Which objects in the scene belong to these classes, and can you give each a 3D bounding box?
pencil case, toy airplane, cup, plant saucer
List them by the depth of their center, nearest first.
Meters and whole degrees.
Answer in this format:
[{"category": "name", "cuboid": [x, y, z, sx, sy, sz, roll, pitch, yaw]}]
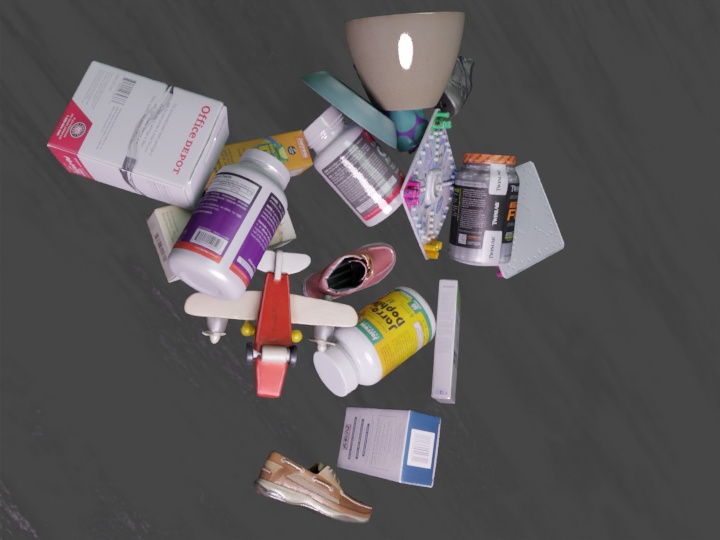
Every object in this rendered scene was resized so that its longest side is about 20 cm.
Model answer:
[{"category": "toy airplane", "cuboid": [-0.133, 0.066, 0.905, 0.200, 0.141, 0.199, 44, 64, 10]}, {"category": "cup", "cuboid": [0.076, -0.347, 1.003, 0.199, 0.200, 0.145, -17, 113, -31]}, {"category": "plant saucer", "cuboid": [-0.010, -0.281, 1.019, 0.199, 0.200, 0.036, 32, 105, -21]}, {"category": "pencil case", "cuboid": [0.068, -0.321, 1.127, 0.092, 0.085, 0.201, -32, 97, -30]}]

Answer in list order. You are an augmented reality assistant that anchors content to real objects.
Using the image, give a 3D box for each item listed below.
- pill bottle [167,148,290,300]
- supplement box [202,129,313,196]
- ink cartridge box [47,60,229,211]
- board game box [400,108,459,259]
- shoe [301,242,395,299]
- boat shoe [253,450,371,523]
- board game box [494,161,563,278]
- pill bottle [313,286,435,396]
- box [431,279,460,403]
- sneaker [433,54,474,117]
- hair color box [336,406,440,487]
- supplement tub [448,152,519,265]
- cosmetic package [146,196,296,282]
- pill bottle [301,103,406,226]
[{"category": "pill bottle", "cuboid": [-0.175, -0.066, 0.836, 0.112, 0.112, 0.201, 33, 66, -20]}, {"category": "supplement box", "cuboid": [-0.179, -0.172, 0.965, 0.199, 0.069, 0.067, -22, 92, -33]}, {"category": "ink cartridge box", "cuboid": [-0.302, -0.187, 0.843, 0.198, 0.083, 0.147, 18, 70, 1]}, {"category": "board game box", "cuboid": [0.141, -0.154, 1.099, 0.201, 0.026, 0.201, -66, 150, -25]}, {"category": "shoe", "cuboid": [0.000, 0.000, 1.020, 0.199, 0.091, 0.072, -25, 93, -31]}, {"category": "boat shoe", "cuboid": [-0.066, 0.336, 0.929, 0.199, 0.075, 0.075, 28, 65, -23]}, {"category": "board game box", "cuboid": [0.327, -0.109, 1.262, 0.199, 0.026, 0.202, -24, 93, -32]}, {"category": "pill bottle", "cuboid": [0.023, 0.119, 0.999, 0.199, 0.112, 0.114, -31, 96, -30]}, {"category": "box", "cuboid": [0.155, 0.130, 1.065, 0.036, 0.144, 0.202, 4, 75, 13]}, {"category": "sneaker", "cuboid": [0.157, -0.420, 1.205, 0.200, 0.076, 0.114, 51, 59, -16]}, {"category": "hair color box", "cuboid": [0.039, 0.268, 0.928, 0.060, 0.199, 0.101, 18, 72, -25]}, {"category": "supplement tub", "cuboid": [0.233, -0.117, 1.128, 0.121, 0.122, 0.203, -4, 105, -30]}, {"category": "cosmetic package", "cuboid": [-0.212, -0.063, 0.922, 0.199, 0.073, 0.105, -22, 92, -30]}, {"category": "pill bottle", "cuboid": [-0.011, -0.184, 1.038, 0.200, 0.110, 0.111, 47, 62, -14]}]
